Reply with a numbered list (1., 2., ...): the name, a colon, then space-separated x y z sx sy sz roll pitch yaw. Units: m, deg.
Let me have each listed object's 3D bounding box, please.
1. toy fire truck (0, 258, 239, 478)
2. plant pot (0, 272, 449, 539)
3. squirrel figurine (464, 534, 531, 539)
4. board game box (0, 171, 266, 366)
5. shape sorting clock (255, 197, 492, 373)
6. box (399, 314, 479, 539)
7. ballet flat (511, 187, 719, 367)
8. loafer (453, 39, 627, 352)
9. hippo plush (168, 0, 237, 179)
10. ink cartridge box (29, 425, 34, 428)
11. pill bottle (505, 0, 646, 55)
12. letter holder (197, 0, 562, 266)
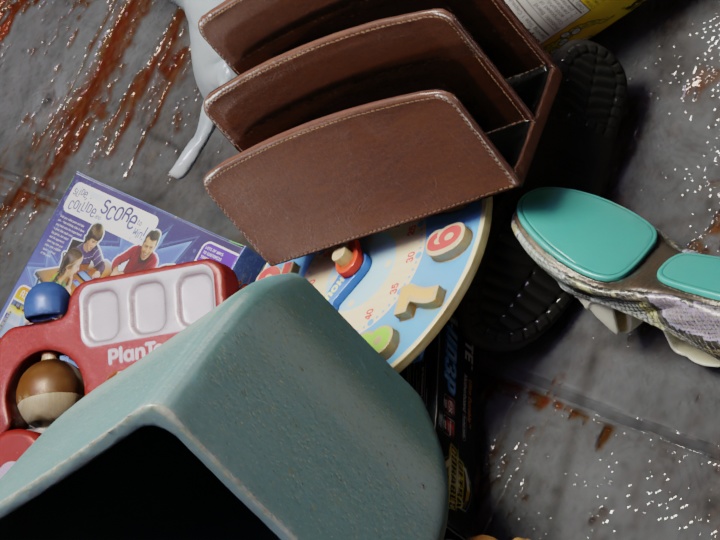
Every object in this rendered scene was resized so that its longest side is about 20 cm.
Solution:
1. toy fire truck: -0.165 0.085 1.603 0.199 0.112 0.169 -9 75 27
2. plant pot: -0.067 0.118 1.373 0.196 0.196 0.200 -34 17 38
3. squirrel figurine: 0.040 0.243 1.360 0.186 0.141 0.201 6 68 49
4. board game box: -0.163 0.020 1.729 0.200 0.034 0.136 24 84 45
5. shape sorting clock: 0.000 0.000 1.514 0.200 0.039 0.200 -36 34 29
6. box: -0.003 0.095 1.526 0.159 0.046 0.201 -22 47 31
7. ballet flat: 0.168 0.013 1.419 0.200 0.072 0.072 23 83 38
8. loafer: 0.106 -0.042 1.516 0.201 0.073 0.071 -67 20 -12
9. hippo plush: -0.073 -0.197 1.665 0.161 0.159 0.200 59 150 14
10. ink cartridge box: -0.303 0.195 1.719 0.199 0.085 0.146 -18 56 36
11. pill bottle: 0.119 -0.195 1.549 0.200 0.113 0.113 -33 49 22
12. letter holder: -0.007 -0.106 1.475 0.200 0.142 0.101 -17 36 38
